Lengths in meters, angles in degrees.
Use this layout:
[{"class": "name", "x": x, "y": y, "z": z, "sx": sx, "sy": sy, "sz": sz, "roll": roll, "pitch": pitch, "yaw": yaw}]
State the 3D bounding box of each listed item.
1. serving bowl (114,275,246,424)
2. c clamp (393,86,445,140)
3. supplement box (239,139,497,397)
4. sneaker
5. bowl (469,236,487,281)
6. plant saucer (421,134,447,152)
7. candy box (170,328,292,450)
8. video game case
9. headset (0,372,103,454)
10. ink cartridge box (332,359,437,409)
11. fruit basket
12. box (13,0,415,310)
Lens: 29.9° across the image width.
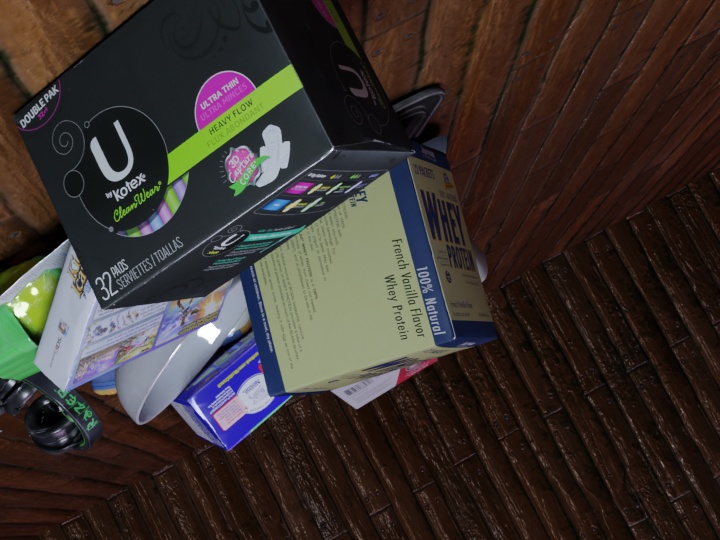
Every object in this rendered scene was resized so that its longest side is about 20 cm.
[{"class": "serving bowl", "x": -0.184, "y": 0.057, "z": 1.367, "sx": 0.201, "sy": 0.066, "sz": 0.200, "roll": -51, "pitch": 174, "yaw": -8}, {"class": "c clamp", "x": 0.007, "y": -0.131, "z": 1.371, "sx": 0.170, "sy": 0.027, "sz": 0.200, "roll": -32, "pitch": 171, "yaw": -17}, {"class": "supplement box", "x": 0.000, "y": 0.000, "z": 1.318, "sx": 0.198, "sy": 0.203, "sz": 0.134, "roll": -19, "pitch": 171, "yaw": 21}, {"class": "sneaker", "x": -0.219, "y": 0.063, "z": 1.492, "sx": 0.198, "sy": 0.089, "sz": 0.075, "roll": -28, "pitch": -164, "yaw": -2}, {"class": "bowl", "x": 0.093, "y": 0.006, "z": 2.079, "sx": 0.198, "sy": 0.075, "sz": 0.200, "roll": -30, "pitch": -168, "yaw": 9}, {"class": "plant saucer", "x": 0.017, "y": -0.090, "z": 1.521, "sx": 0.199, "sy": 0.028, "sz": 0.200, "roll": -30, "pitch": 179, "yaw": -1}, {"class": "candy box", "x": -0.122, "y": 0.113, "z": 1.495, "sx": 0.169, "sy": 0.077, "sz": 0.200, "roll": -39, "pitch": -171, "yaw": -14}, {"class": "video game case", "x": -0.170, "y": -0.010, "z": 1.136, "sx": 0.199, "sy": 0.045, "sz": 0.183, "roll": -26, "pitch": 146, "yaw": -52}, {"class": "headset", "x": -0.368, "y": 0.158, "z": 1.500, "sx": 0.199, "sy": 0.124, "sz": 0.094, "roll": -2, "pitch": -137, "yaw": 52}, {"class": "ink cartridge box", "x": -0.011, "y": 0.070, "z": 1.847, "sx": 0.144, "sy": 0.146, "sz": 0.200, "roll": -30, "pitch": 150, "yaw": 10}, {"class": "fruit basket", "x": -0.260, "y": 0.005, "z": 1.172, "sx": 0.200, "sy": 0.094, "sz": 0.185, "roll": -45, "pitch": 171, "yaw": 1}, {"class": "box", "x": -0.094, "y": -0.088, "z": 0.878, "sx": 0.199, "sy": 0.150, "sz": 0.124, "roll": -33, "pitch": 169, "yaw": 25}]
